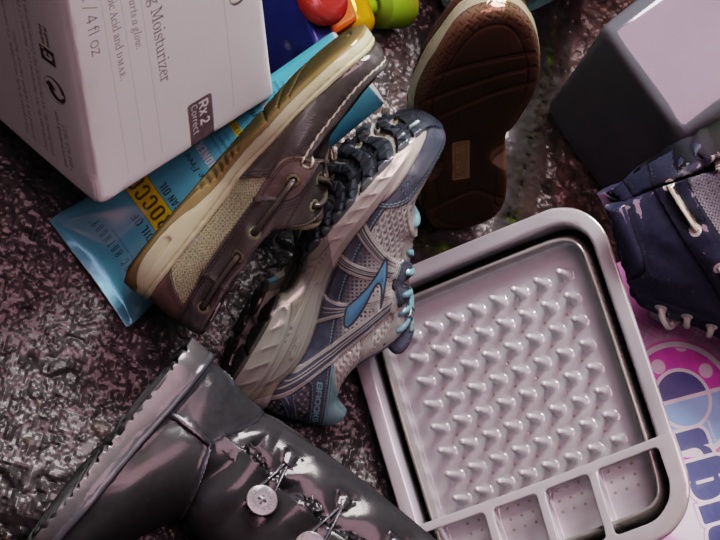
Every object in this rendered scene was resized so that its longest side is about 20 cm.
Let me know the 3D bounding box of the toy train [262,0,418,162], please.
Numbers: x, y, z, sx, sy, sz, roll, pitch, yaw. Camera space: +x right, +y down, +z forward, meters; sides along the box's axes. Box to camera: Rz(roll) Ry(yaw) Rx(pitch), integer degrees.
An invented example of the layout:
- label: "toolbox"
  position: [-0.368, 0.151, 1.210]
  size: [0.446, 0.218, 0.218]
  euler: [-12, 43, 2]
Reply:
- label: "toy train"
  position: [-0.011, -0.154, 1.519]
  size: [0.115, 0.085, 0.201]
  euler: [-14, 80, -40]

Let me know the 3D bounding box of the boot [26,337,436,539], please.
- label: "boot"
  position: [-0.069, 0.163, 1.380]
  size: [0.200, 0.066, 0.165]
  euler: [41, 79, -7]

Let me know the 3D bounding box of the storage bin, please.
- label: "storage bin"
  position: [0.197, -0.131, 1.514]
  size: [0.134, 0.200, 0.146]
  euler: [-33, 83, -16]

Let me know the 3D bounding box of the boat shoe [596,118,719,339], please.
- label: "boat shoe"
  position: [0.207, 0.016, 1.443]
  size: [0.092, 0.075, 0.201]
  euler: [-23, 108, 5]

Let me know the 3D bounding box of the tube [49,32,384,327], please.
- label: "tube"
  position: [-0.079, -0.058, 1.440]
  size: [0.200, 0.050, 0.078]
  euler: [-37, 79, 5]

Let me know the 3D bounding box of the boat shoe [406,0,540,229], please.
- label: "boat shoe"
  position: [0.055, -0.109, 1.453]
  size: [0.074, 0.203, 0.075]
  euler: [-6, 57, -12]

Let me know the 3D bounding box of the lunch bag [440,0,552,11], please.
- label: "lunch bag"
  position: [0.116, -0.265, 1.571]
  size: [0.199, 0.122, 0.171]
  euler: [-30, 81, -19]

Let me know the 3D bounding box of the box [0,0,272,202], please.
- label: "box"
  position: [-0.163, -0.184, 1.370]
  size: [0.130, 0.200, 0.200]
  euler: [-34, 54, -25]

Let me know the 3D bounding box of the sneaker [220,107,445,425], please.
- label: "sneaker"
  position: [0.000, 0.000, 1.428]
  size: [0.086, 0.078, 0.201]
  euler: [28, 106, -19]

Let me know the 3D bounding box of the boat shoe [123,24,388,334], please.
- label: "boat shoe"
  position: [-0.047, -0.048, 1.385]
  size: [0.066, 0.072, 0.201]
  euler: [42, 105, -7]

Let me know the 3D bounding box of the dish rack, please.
- label: "dish rack"
  position: [0.094, 0.080, 1.440]
  size: [0.171, 0.043, 0.201]
  euler: [-22, 75, 19]

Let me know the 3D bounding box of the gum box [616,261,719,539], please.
- label: "gum box"
  position: [0.187, 0.093, 1.489]
  size: [0.113, 0.066, 0.201]
  euler: [-13, 75, -21]
